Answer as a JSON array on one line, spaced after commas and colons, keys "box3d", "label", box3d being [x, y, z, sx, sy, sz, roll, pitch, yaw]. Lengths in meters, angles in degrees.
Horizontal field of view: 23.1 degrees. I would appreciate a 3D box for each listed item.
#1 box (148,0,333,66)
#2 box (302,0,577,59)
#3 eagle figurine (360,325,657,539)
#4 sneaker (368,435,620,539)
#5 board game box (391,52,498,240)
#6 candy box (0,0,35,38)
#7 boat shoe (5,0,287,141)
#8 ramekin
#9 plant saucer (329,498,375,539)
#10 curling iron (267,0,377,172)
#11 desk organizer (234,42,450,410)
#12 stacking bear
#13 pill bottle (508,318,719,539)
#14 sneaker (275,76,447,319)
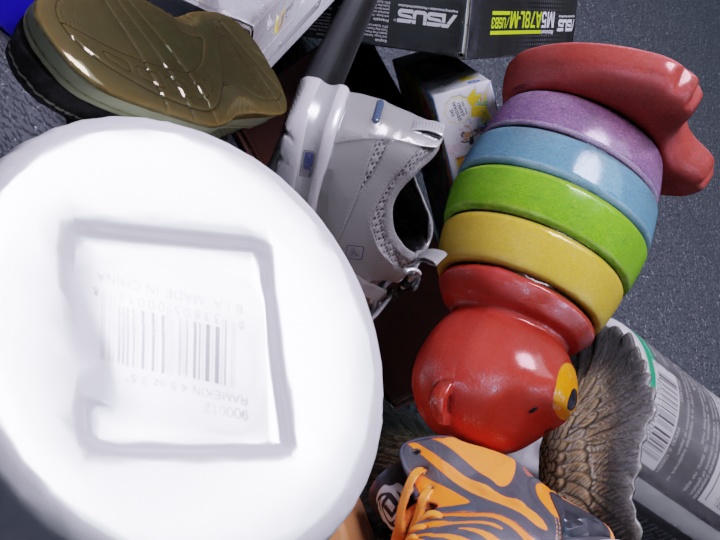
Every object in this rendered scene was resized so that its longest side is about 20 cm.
[{"box3d": [-0.077, -0.189, 0.914, 0.158, 0.048, 0.200, 26, 48, 13], "label": "box"}, {"box3d": [0.007, -0.158, 1.038, 0.193, 0.199, 0.048, -23, 121, -64], "label": "box"}, {"box3d": [0.087, 0.139, 0.909, 0.151, 0.151, 0.201, -11, 81, -40], "label": "eagle figurine"}, {"box3d": [0.023, 0.138, 0.794, 0.199, 0.078, 0.112, -8, 34, -41], "label": "sneaker"}, {"box3d": [0.062, -0.056, 1.051, 0.200, 0.034, 0.135, -113, -173, -77], "label": "board game box"}, {"box3d": [-0.143, -0.202, 0.749, 0.077, 0.169, 0.200, 43, -2, -35], "label": "candy box"}, {"box3d": [-0.093, -0.072, 0.736, 0.072, 0.066, 0.201, 56, 18, 7], "label": "boat shoe"}, {"box3d": [-0.087, 0.041, 0.658, 0.200, 0.098, 0.201, 16, 59, -29], "label": "ramekin"}, {"box3d": [-0.051, 0.115, 0.797, 0.200, 0.032, 0.201, 42, 30, -31], "label": "plant saucer"}, {"box3d": [-0.021, -0.080, 0.930, 0.049, 0.201, 0.026, 16, 4, -36], "label": "curling iron"}, {"box3d": [0.011, -0.029, 1.015, 0.201, 0.077, 0.072, 61, 26, 7], "label": "desk organizer"}, {"box3d": [0.089, -0.002, 0.884, 0.201, 0.113, 0.122, -66, 155, -19], "label": "stacking bear"}, {"box3d": [0.183, 0.118, 1.116, 0.200, 0.113, 0.113, 36, 33, -39], "label": "pill bottle"}, {"box3d": [0.000, 0.000, 0.865, 0.201, 0.082, 0.075, 92, 12, -47], "label": "sneaker"}]
